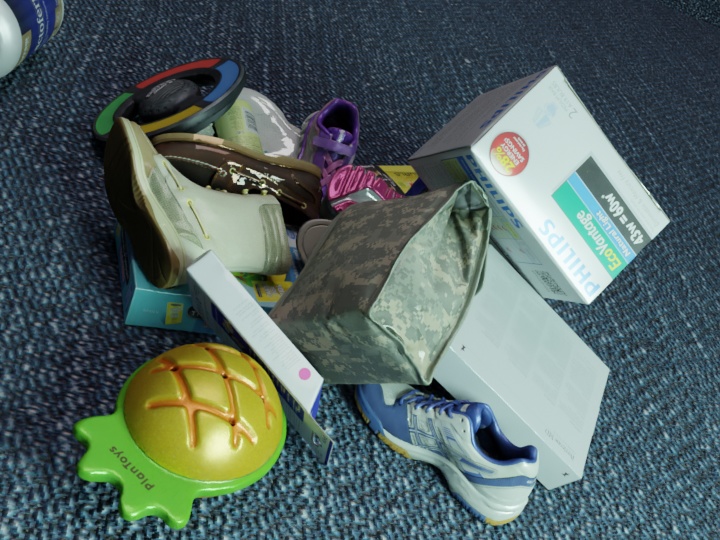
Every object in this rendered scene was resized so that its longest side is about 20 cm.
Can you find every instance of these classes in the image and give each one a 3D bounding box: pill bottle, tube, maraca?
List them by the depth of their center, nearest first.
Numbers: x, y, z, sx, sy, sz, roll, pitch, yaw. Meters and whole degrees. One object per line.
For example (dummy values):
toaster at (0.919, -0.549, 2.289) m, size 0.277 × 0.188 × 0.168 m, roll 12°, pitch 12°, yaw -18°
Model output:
maraca at (-0.137, 0.127, 0.782) m, size 0.136 × 0.108 × 0.199 m, roll 35°, pitch 33°, yaw 14°
pill bottle at (-0.444, -0.296, 1.179) m, size 0.114 × 0.117 × 0.201 m, roll 22°, pitch 32°, yaw -5°
tube at (-0.137, -0.112, 1.179) m, size 0.057 × 0.052 × 0.203 m, roll -19°, pitch 61°, yaw 3°

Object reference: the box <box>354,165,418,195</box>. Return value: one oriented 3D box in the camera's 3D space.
box at (0.069, -0.102, 1.327) m, size 0.197 × 0.051 × 0.075 m, roll -4°, pitch 40°, yaw -40°

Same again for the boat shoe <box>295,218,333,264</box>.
boat shoe at (0.000, 0.000, 1.087) m, size 0.198 × 0.073 × 0.063 m, roll 30°, pitch 3°, yaw -32°

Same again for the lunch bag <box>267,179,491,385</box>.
lunch bag at (0.030, 0.004, 0.950) m, size 0.118 × 0.162 × 0.202 m, roll 48°, pitch 57°, yaw -26°

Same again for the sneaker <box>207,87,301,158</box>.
sneaker at (-0.128, -0.163, 1.264) m, size 0.198 × 0.076 × 0.089 m, roll 31°, pitch 43°, yaw 7°

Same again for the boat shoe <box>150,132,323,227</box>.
boat shoe at (-0.132, -0.095, 1.068) m, size 0.196 × 0.070 × 0.072 m, roll 10°, pitch 70°, yaw -19°

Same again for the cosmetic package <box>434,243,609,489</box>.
cosmetic package at (0.160, 0.096, 0.999) m, size 0.200 × 0.051 × 0.152 m, roll 45°, pitch 43°, yaw -14°

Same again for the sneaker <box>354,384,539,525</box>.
sneaker at (0.085, 0.146, 0.938) m, size 0.198 × 0.089 × 0.075 m, roll 35°, pitch 34°, yaw 17°

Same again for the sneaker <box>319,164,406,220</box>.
sneaker at (0.036, -0.049, 1.151) m, size 0.198 × 0.088 × 0.082 m, roll 32°, pitch 68°, yaw -16°

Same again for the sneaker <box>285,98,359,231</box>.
sneaker at (-0.042, -0.128, 1.198) m, size 0.079 × 0.088 × 0.204 m, roll 21°, pitch 60°, yaw -19°

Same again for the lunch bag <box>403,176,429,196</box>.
lunch bag at (0.151, -0.075, 1.213) m, size 0.196 × 0.170 × 0.126 m, roll 13°, pitch 65°, yaw -14°

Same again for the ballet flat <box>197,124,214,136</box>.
ballet flat at (-0.207, -0.130, 1.171) m, size 0.071 × 0.073 × 0.201 m, roll 20°, pitch 34°, yaw -8°

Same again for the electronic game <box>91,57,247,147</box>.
electronic game at (-0.228, -0.202, 1.178) m, size 0.196 × 0.042 × 0.201 m, roll -16°, pitch 32°, yaw 10°

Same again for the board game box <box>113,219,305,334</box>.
board game box at (-0.148, 0.001, 1.021) m, size 0.196 × 0.047 × 0.152 m, roll 9°, pitch 35°, yaw -26°

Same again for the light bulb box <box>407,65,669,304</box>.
light bulb box at (0.176, -0.083, 1.020) m, size 0.199 × 0.125 × 0.200 m, roll 50°, pitch -10°, yaw -11°

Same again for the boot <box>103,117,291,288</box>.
boot at (-0.165, -0.070, 0.992) m, size 0.152 × 0.072 × 0.202 m, roll -4°, pitch 52°, yaw -38°

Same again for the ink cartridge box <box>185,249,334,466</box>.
ink cartridge box at (-0.081, 0.079, 0.876) m, size 0.037 × 0.095 × 0.201 m, roll -36°, pitch 76°, yaw -18°
